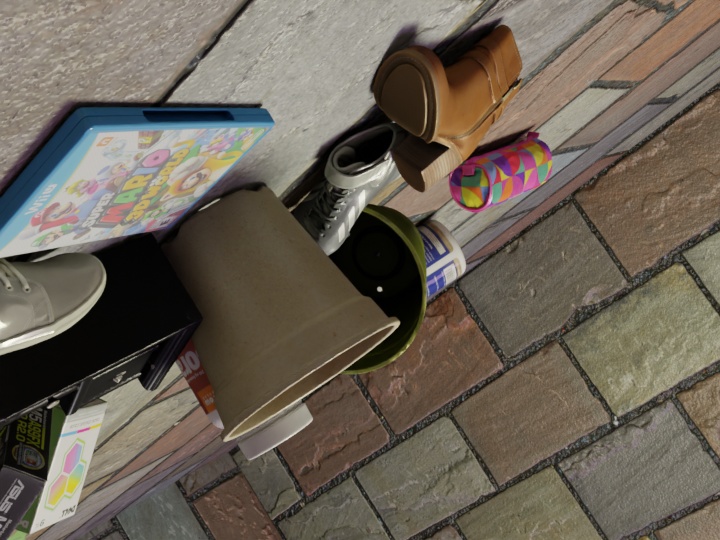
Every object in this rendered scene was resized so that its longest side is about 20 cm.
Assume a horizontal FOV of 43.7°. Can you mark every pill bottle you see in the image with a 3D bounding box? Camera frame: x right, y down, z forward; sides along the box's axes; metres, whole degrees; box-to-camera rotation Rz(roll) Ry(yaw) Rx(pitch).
[{"bbox_3d":[0.079,0.006,1.602,0.199,0.116,0.116,-32,171,-11],"label":"pill bottle"},{"bbox_3d":[-0.138,0.098,0.981,0.112,0.201,0.112,-31,177,-2],"label":"pill bottle"}]

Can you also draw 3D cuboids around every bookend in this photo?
[{"bbox_3d":[-0.267,0.082,0.799,0.199,0.093,0.199,-27,169,-34],"label":"bookend"}]

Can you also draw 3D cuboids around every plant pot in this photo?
[{"bbox_3d":[-0.094,0.030,0.859,0.200,0.184,0.201,-33,172,-5],"label":"plant pot"},{"bbox_3d":[0.000,0.000,1.110,0.200,0.201,0.193,-37,-178,19],"label":"plant pot"}]

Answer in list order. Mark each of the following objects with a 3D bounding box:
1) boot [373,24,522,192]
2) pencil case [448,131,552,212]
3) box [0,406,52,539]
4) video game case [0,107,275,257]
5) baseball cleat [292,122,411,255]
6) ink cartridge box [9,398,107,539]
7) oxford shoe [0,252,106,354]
[{"bbox_3d":[0.095,-0.174,0.835,0.155,0.077,0.200,-45,152,-13],"label":"boot"},{"bbox_3d":[0.220,-0.153,1.390,0.199,0.089,0.088,-28,170,-46],"label":"pencil case"},{"bbox_3d":[-0.367,0.218,0.869,0.201,0.044,0.160,-53,-153,12],"label":"box"},{"bbox_3d":[-0.163,-0.065,0.639,0.143,0.018,0.200,-38,170,28],"label":"video game case"},{"bbox_3d":[-0.027,-0.083,0.933,0.200,0.070,0.106,-47,161,18],"label":"baseball cleat"},{"bbox_3d":[-0.372,0.245,1.056,0.104,0.059,0.202,18,90,-80],"label":"ink cartridge box"},{"bbox_3d":[-0.256,0.019,0.616,0.199,0.075,0.058,-27,133,-50],"label":"oxford shoe"}]
